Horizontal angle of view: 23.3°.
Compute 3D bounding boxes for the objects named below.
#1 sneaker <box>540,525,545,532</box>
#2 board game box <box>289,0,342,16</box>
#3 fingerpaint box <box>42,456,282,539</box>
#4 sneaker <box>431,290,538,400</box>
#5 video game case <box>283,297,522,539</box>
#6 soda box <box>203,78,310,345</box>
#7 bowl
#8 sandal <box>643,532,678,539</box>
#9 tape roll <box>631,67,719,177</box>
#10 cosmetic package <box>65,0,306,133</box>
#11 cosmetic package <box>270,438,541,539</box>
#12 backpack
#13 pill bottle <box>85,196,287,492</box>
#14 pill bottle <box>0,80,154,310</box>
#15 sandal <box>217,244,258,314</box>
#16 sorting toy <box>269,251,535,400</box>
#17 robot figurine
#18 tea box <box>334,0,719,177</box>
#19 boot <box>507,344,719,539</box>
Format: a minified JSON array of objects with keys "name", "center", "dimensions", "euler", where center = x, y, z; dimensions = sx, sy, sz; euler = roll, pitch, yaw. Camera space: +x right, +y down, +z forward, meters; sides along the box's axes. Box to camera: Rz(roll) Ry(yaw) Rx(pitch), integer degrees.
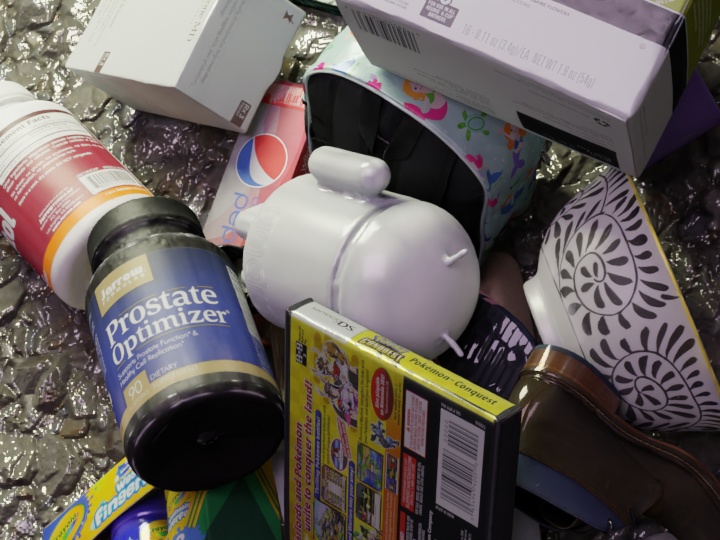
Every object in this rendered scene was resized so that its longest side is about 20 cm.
[{"name":"sneaker","center":[0.062,0.113,1.238],"dimensions":[0.089,0.074,0.200],"euler":[-45,73,-4]},{"name":"board game box","center":[0.023,-0.269,1.444],"dimensions":[0.200,0.028,0.135],"euler":[19,81,28]},{"name":"fingerpaint box","center":[-0.148,0.215,1.262],"dimensions":[0.200,0.073,0.167],"euler":[-40,39,30]},{"name":"sneaker","center":[0.085,0.050,1.225],"dimensions":[0.070,0.082,0.200],"euler":[-52,50,11]},{"name":"video game case","center":[0.021,0.138,1.114],"dimensions":[0.181,0.025,0.200],"euler":[26,127,37]},{"name":"soda box","center":[-0.073,-0.047,1.384],"dimensions":[0.063,0.070,0.200],"euler":[15,80,29]},{"name":"bowl","center":[0.168,0.032,1.169],"dimensions":[0.094,0.201,0.201],"euler":[-22,64,8]},{"name":"sandal","center":[0.270,0.221,1.154],"dimensions":[0.203,0.050,0.082],"euler":[17,64,41]},{"name":"tape roll","center":[0.171,-0.169,1.245],"dimensions":[0.085,0.200,0.200],"euler":[-33,62,11]},{"name":"cosmetic package","center":[-0.145,-0.185,1.418],"dimensions":[0.200,0.081,0.113],"euler":[13,76,55]},{"name":"cosmetic package","center":[0.035,0.194,1.191],"dimensions":[0.200,0.052,0.151],"euler":[6,116,42]},{"name":"backpack","center":[0.050,-0.108,1.251],"dimensions":[0.177,0.200,0.151],"euler":[34,77,15]},{"name":"pill bottle","center":[-0.129,0.046,1.214],"dimensions":[0.112,0.112,0.200],"euler":[-33,49,10]},{"name":"pill bottle","center":[-0.256,-0.068,1.449],"dimensions":[0.113,0.113,0.200],"euler":[-48,60,2]},{"name":"sandal","center":[-0.112,0.012,1.316],"dimensions":[0.200,0.045,0.075],"euler":[-21,67,17]},{"name":"sorting toy","center":[0.039,0.096,1.309],"dimensions":[0.200,0.036,0.185],"euler":[-15,67,13]},{"name":"robot figurine","center":[0.000,0.000,1.180],"dimensions":[0.113,0.170,0.200],"euler":[-27,30,-35]},{"name":"tea box","center":[0.123,-0.195,1.083],"dimensions":[0.200,0.134,0.197],"euler":[24,83,15]},{"name":"boot","center":[0.159,0.146,1.117],"dimensions":[0.097,0.200,0.075],"euler":[-56,17,-26]}]
